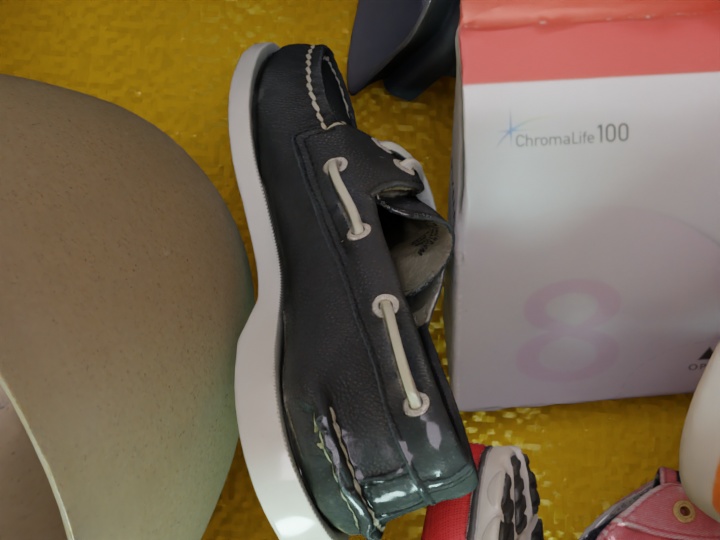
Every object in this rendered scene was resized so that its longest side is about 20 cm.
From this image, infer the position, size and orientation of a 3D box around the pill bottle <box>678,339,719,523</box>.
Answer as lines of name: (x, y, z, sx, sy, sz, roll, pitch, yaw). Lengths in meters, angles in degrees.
pill bottle: (0.197, 0.069, 0.753, 0.200, 0.114, 0.114, 34, 79, 24)

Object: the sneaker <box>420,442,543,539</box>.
sneaker: (-0.001, 0.140, 0.805, 0.085, 0.077, 0.201, 19, 106, 11)

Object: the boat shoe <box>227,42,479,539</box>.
boat shoe: (0.000, 0.000, 0.807, 0.060, 0.076, 0.201, -18, 46, 12)

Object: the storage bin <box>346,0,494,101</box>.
storage bin: (0.090, -0.144, 0.865, 0.134, 0.146, 0.201, 13, 79, -11)

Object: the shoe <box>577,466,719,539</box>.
shoe: (0.133, 0.086, 0.850, 0.200, 0.071, 0.091, -39, 86, -6)

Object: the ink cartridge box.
ink cartridge box: (0.106, -0.039, 0.812, 0.162, 0.200, 0.057, -4, 54, -3)

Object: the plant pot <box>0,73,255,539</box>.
plant pot: (-0.108, 0.020, 0.806, 0.200, 0.200, 0.134, 48, 51, 6)
